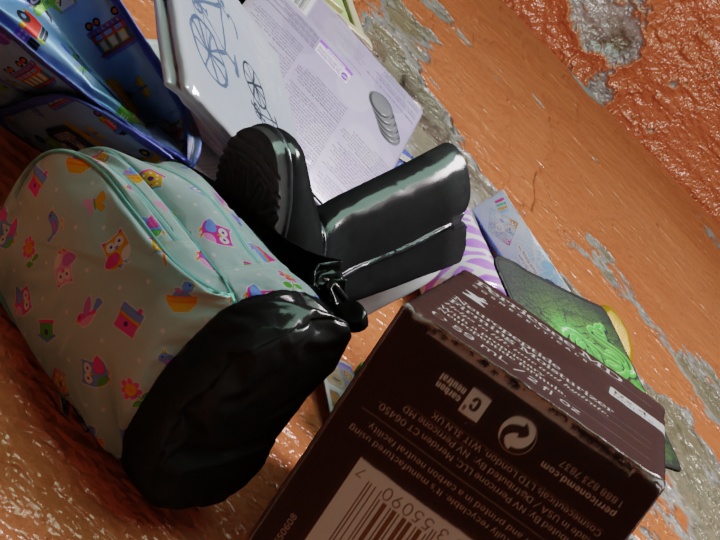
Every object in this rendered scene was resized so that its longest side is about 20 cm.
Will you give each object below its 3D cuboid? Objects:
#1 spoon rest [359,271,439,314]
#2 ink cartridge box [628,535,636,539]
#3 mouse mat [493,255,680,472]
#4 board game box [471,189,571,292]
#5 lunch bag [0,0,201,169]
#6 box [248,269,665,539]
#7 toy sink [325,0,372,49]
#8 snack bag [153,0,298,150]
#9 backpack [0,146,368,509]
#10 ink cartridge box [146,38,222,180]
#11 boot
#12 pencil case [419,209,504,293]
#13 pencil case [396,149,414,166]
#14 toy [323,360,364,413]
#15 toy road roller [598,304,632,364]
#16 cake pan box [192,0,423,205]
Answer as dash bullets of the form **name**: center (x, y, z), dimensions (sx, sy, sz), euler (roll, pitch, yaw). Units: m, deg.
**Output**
- **spoon rest**: center (0.000, 0.000, 0.991), dimensions (0.200, 0.100, 0.061), euler (-28, 50, -36)
- **ink cartridge box**: center (0.110, 0.131, 0.978), dimensions (0.200, 0.083, 0.146), euler (59, -1, 8)
- **mouse mat**: center (0.179, 0.075, 1.012), dimensions (0.200, 0.008, 0.161), euler (23, 39, -52)
- **board game box**: center (0.195, 0.037, 1.363), dimensions (0.199, 0.043, 0.200), euler (60, 2, 23)
- **lunch bag**: center (-0.189, -0.125, 0.847), dimensions (0.200, 0.150, 0.094), euler (47, 63, -22)
- **box**: center (0.067, 0.118, 0.766), dimensions (0.166, 0.165, 0.200), euler (34, 12, 8)
- **toy sink**: center (-0.072, -0.248, 1.347), dimensions (0.130, 0.112, 0.200), euler (35, 24, -30)
- **snack bag**: center (-0.090, -0.139, 0.902), dimensions (0.200, 0.021, 0.189), euler (49, 22, -54)
- **backpack**: center (-0.115, 0.014, 0.741), dimensions (0.200, 0.167, 0.126), euler (49, 18, 29)
- **ink cartridge box**: center (-0.100, -0.089, 1.061), dimensions (0.160, 0.047, 0.201), euler (-8, 77, -47)
- **boot**: center (-0.001, -0.046, 0.877), dimensions (0.199, 0.165, 0.066), euler (-20, 49, -34)
- **pencil case**: center (0.083, -0.016, 1.294), dimensions (0.084, 0.086, 0.200), euler (-2, 41, -15)
- **pencil case**: center (0.000, -0.071, 1.212), dimensions (0.078, 0.087, 0.200), euler (58, 21, -3)
- **toy**: center (0.033, 0.139, 0.955), dimensions (0.115, 0.047, 0.200), euler (32, 25, -34)
- **toy road roller**: center (0.185, 0.115, 1.119), dimensions (0.146, 0.123, 0.200), euler (-25, 76, -40)
- **cake pan box**: center (-0.051, -0.138, 1.065), dimensions (0.200, 0.052, 0.185), euler (45, 42, -20)
